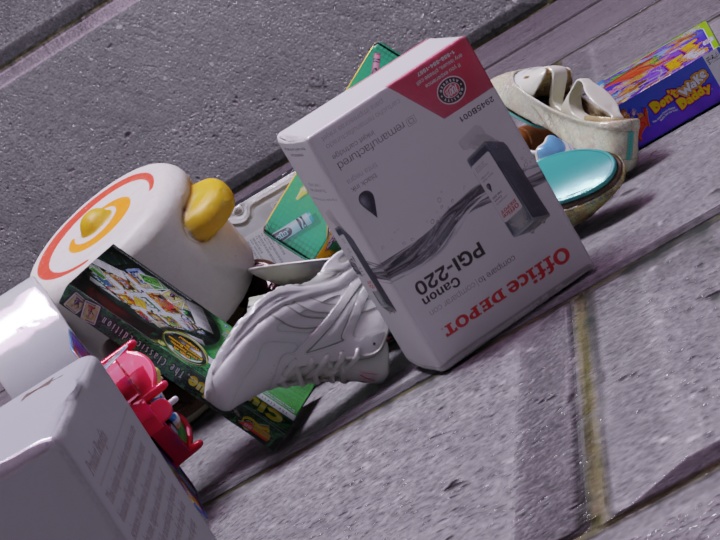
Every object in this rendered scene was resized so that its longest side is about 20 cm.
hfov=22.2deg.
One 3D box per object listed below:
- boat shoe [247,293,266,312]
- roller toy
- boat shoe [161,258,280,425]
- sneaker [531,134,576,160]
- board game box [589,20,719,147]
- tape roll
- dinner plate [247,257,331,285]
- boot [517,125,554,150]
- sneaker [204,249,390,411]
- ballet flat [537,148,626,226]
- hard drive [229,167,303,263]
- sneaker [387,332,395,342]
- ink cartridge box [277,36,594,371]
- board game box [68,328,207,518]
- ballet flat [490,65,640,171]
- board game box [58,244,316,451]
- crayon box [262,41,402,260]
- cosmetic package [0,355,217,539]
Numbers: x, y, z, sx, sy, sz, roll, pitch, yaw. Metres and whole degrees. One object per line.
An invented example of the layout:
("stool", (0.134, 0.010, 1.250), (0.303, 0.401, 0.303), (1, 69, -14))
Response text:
("boat shoe", (-0.054, 0.049, 1.622), (0.074, 0.062, 0.200), (-13, -3, 9))
("roller toy", (-0.202, -0.002, 1.662), (0.183, 0.140, 0.200), (-51, 26, -22))
("boat shoe", (-0.128, 0.087, 1.694), (0.075, 0.075, 0.202), (29, 68, 31))
("sneaker", (0.131, -0.070, 1.606), (0.072, 0.073, 0.200), (-39, 8, -32))
("board game box", (0.284, -0.172, 1.729), (0.134, 0.045, 0.200), (-30, 9, 13))
("tape roll", (-0.247, 0.105, 1.522), (0.071, 0.203, 0.202), (-32, 9, -9))
("dinner plate", (0.000, 0.000, 1.625), (0.199, 0.024, 0.200), (-5, -3, 0))
("boot", (0.119, -0.110, 1.689), (0.154, 0.074, 0.200), (-17, -14, -21))
("sneaker", (-0.027, 0.054, 1.375), (0.200, 0.099, 0.078), (-36, -17, -29))
("ballet flat", (0.136, -0.052, 1.500), (0.200, 0.071, 0.071), (-11, 19, 31))
("hard drive", (-0.090, -0.005, 1.790), (0.200, 0.140, 0.038), (-29, 10, 12))
("sneaker", (0.014, 0.027, 1.484), (0.200, 0.075, 0.078), (-31, 12, 17))
("ink cartridge box", (0.055, -0.049, 1.331), (0.145, 0.200, 0.085), (-34, 14, -12))
("board game box", (-0.152, 0.100, 1.353), (0.039, 0.158, 0.200), (-38, 9, -5))
("ballet flat", (0.184, -0.149, 1.622), (0.067, 0.063, 0.200), (-10, 33, -32))
("board game box", (-0.131, 0.058, 1.422), (0.023, 0.200, 0.105), (-55, 0, 19))
("crayon box", (-0.003, -0.103, 1.676), (0.200, 0.058, 0.119), (-58, -11, 5))
("cosmetic package", (-0.134, 0.172, 0.768), (0.166, 0.200, 0.167), (-32, 8, 2))
